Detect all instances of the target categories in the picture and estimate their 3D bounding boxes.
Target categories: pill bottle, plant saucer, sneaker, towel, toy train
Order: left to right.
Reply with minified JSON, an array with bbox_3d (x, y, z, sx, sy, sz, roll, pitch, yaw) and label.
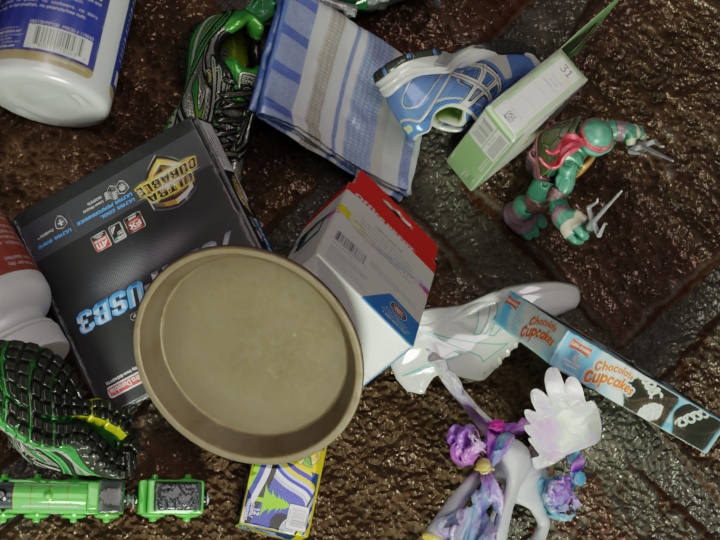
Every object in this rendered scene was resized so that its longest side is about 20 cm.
[{"bbox_3d":[-0.338,0.007,1.008,0.112,0.112,0.200,-33,76,-17],"label":"pill bottle"},{"bbox_3d":[-0.266,0.124,0.958,0.085,0.200,0.078,-10,54,20],"label":"sneaker"},{"bbox_3d":[-0.273,-0.247,1.095,0.119,0.120,0.201,12,73,-7],"label":"pill bottle"},{"bbox_3d":[-0.230,0.197,1.018,0.199,0.056,0.042,2,77,-11],"label":"toy train"},{"bbox_3d":[-0.133,-0.153,1.097,0.078,0.085,0.201,12,73,-36],"label":"sneaker"},{"bbox_3d":[-0.091,0.069,0.972,0.199,0.029,0.201,5,114,12],"label":"plant saucer"},{"bbox_3d":[-0.011,-0.170,1.125,0.199,0.024,0.148,27,67,-36],"label":"towel"},{"bbox_3d":[0.102,-0.178,1.160,0.199,0.076,0.077,-16,84,-33],"label":"sneaker"},{"bbox_3d":[0.119,0.061,1.120,0.199,0.070,0.081,-16,85,-7],"label":"sneaker"}]

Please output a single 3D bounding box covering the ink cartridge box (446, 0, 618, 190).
[{"bbox_3d":[0.183,-0.173,1.147,0.200,0.146,0.048,-38,85,-18],"label":"ink cartridge box"}]

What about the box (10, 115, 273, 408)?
[{"bbox_3d":[-0.181,-0.003,1.041,0.199,0.050,0.199,-27,84,10],"label":"box"}]

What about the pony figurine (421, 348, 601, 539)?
[{"bbox_3d":[0.133,0.169,1.043,0.166,0.193,0.201,15,66,37],"label":"pony figurine"}]

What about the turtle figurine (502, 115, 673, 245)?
[{"bbox_3d":[0.204,-0.098,1.101,0.101,0.200,0.150,46,70,-4],"label":"turtle figurine"}]

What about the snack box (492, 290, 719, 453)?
[{"bbox_3d":[0.224,0.092,1.067,0.199,0.116,0.037,29,95,-25],"label":"snack box"}]

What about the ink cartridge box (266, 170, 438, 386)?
[{"bbox_3d":[0.000,0.000,1.050,0.116,0.200,0.067,44,116,-11],"label":"ink cartridge box"}]

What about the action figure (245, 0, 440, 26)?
[{"bbox_3d":[-0.016,-0.269,1.169,0.199,0.118,0.055,-9,88,-4],"label":"action figure"}]

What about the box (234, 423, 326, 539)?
[{"bbox_3d":[-0.060,0.137,1.059,0.064,0.070,0.201,14,73,-6],"label":"box"}]
